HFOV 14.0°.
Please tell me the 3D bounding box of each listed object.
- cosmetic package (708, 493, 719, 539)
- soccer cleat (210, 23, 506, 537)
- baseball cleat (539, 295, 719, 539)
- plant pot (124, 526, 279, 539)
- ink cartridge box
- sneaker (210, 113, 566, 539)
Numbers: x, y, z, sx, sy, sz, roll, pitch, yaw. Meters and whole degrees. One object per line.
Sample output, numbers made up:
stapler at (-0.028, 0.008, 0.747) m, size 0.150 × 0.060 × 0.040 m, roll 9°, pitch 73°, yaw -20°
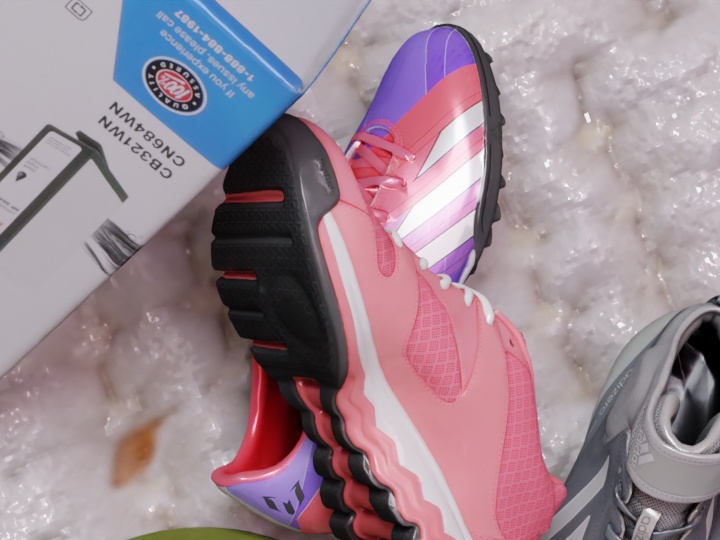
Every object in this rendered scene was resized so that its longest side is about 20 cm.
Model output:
cosmetic package at (0.219, 0.152, 1.162) m, size 0.200 × 0.051 × 0.083 m, roll 19°, pitch 81°, yaw -15°
soccer cleat at (0.000, 0.000, 1.091) m, size 0.073 × 0.068 × 0.200 m, roll 16°, pitch 86°, yaw -31°
baseball cleat at (0.099, 0.103, 1.100) m, size 0.070 × 0.106 × 0.200 m, roll 16°, pitch 77°, yaw -2°
plant pot at (-0.031, 0.185, 1.006) m, size 0.187 × 0.200 × 0.187 m, roll 1°, pitch 87°, yaw -17°
ink cartridge box at (-0.117, -0.070, 0.992) m, size 0.146 × 0.200 × 0.084 m, roll 41°, pitch 37°, yaw -9°
sneaker at (0.014, 0.026, 1.039) m, size 0.087 × 0.074 × 0.200 m, roll -33°, pitch 114°, yaw -28°
